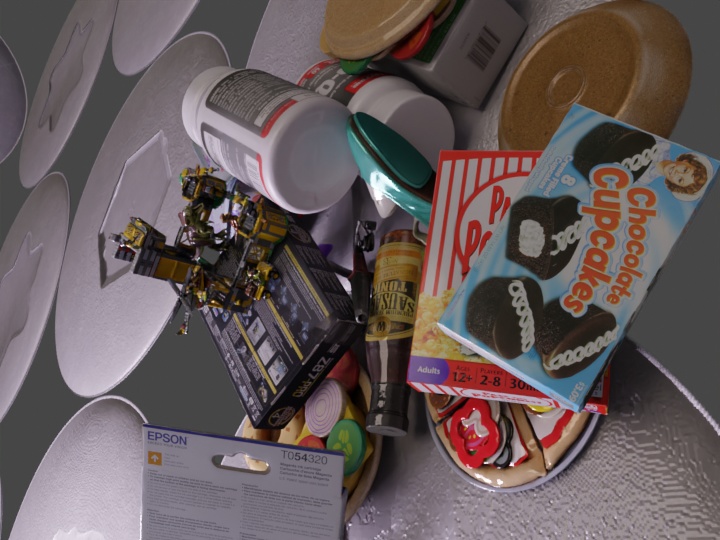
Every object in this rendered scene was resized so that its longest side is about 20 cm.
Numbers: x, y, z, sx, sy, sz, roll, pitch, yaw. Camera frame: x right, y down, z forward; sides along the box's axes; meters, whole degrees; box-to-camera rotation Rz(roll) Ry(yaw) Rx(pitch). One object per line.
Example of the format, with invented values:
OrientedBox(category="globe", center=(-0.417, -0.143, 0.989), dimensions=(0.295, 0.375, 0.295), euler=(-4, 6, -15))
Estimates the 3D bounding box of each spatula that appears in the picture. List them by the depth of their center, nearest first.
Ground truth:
OrientedBox(category="spatula", center=(-0.018, 0.001, 0.851), dimensions=(0.199, 0.021, 0.057), euler=(16, 69, 50))

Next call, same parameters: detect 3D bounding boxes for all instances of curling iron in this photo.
OrientedBox(category="curling iron", center=(0.000, 0.000, 0.755), dimensions=(0.200, 0.025, 0.050), euler=(-84, 1, -63))

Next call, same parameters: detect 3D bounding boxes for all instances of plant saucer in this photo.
OrientedBox(category="plant saucer", center=(0.194, -0.159, 0.649), dimensions=(0.199, 0.035, 0.202), euler=(-26, 54, 43))

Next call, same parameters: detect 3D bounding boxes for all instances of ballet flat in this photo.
OrientedBox(category="ballet flat", center=(0.055, -0.065, 0.677), dimensions=(0.071, 0.199, 0.067), euler=(-55, -2, 35))

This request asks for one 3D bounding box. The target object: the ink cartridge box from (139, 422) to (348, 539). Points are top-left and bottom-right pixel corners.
OrientedBox(category="ink cartridge box", center=(-0.112, 0.243, 0.688), dimensions=(0.043, 0.194, 0.202), euler=(-58, -25, -76))

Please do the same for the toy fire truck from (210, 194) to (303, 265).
OrientedBox(category="toy fire truck", center=(-0.114, 0.014, 0.878), dimensions=(0.140, 0.049, 0.201), euler=(-20, 97, 21))

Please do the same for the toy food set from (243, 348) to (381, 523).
OrientedBox(category="toy food set", center=(-0.050, 0.180, 0.774), dimensions=(0.199, 0.048, 0.200), euler=(-54, 39, 20))

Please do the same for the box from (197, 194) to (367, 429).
OrientedBox(category="box", center=(-0.096, 0.042, 0.774), dimensions=(0.162, 0.049, 0.200), euler=(-53, 50, 23))

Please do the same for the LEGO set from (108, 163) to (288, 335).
OrientedBox(category="LEGO set", center=(-0.182, -0.038, 0.761), dimensions=(0.200, 0.115, 0.155), euler=(39, 106, 43))

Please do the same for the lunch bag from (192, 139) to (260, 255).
OrientedBox(category="lunch bag", center=(-0.149, -0.130, 0.948), dimensions=(0.170, 0.126, 0.201), euler=(-121, 35, -45))

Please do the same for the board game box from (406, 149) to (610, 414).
OrientedBox(category="board game box", center=(0.127, 0.003, 0.575), dimensions=(0.150, 0.046, 0.202), euler=(3, 72, 20))

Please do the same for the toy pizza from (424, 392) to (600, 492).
OrientedBox(category="toy pizza", center=(0.122, 0.088, 0.626), dimensions=(0.199, 0.032, 0.202), euler=(-26, 55, 43))

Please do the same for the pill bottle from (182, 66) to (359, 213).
OrientedBox(category="pill bottle", center=(-0.098, -0.144, 0.746), dimensions=(0.200, 0.113, 0.115), euler=(34, 100, 44))

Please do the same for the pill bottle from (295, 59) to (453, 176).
OrientedBox(category="pill bottle", center=(0.009, -0.166, 0.807), dimensions=(0.200, 0.113, 0.115), euler=(36, 102, 52))

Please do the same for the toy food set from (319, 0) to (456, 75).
OrientedBox(category="toy food set", center=(0.037, -0.295, 0.755), dimensions=(0.200, 0.049, 0.198), euler=(-49, 39, 8))

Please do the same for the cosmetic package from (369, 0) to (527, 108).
OrientedBox(category="cosmetic package", center=(0.075, -0.265, 0.806), dimensions=(0.200, 0.085, 0.108), euler=(37, 98, 51))

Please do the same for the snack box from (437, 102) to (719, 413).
OrientedBox(category="snack box", center=(0.158, -0.014, 0.523), dimensions=(0.116, 0.037, 0.201), euler=(29, 82, 24))

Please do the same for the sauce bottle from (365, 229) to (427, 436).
OrientedBox(category="sauce bottle", center=(0.038, 0.059, 0.709), dimensions=(0.066, 0.066, 0.202), euler=(-21, 54, 45))
